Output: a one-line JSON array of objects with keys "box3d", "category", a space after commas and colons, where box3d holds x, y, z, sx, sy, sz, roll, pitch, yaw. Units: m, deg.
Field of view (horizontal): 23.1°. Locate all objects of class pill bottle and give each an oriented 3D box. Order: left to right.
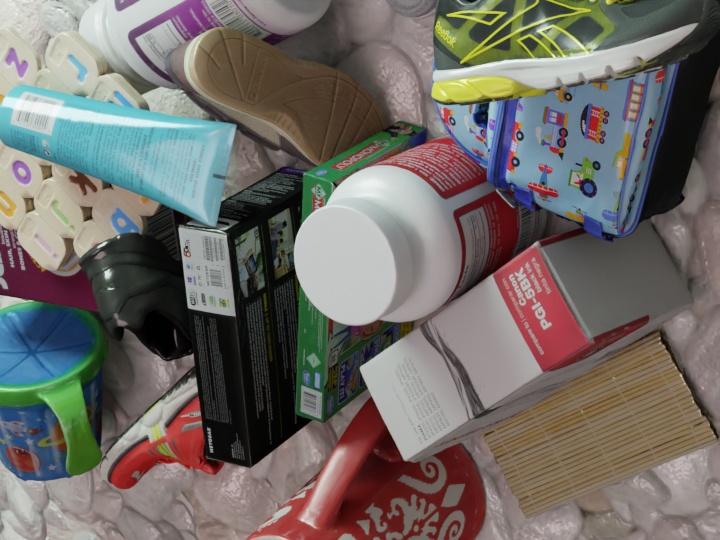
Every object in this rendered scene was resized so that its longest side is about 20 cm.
[{"box3d": [-0.125, -0.207, 1.361, 0.199, 0.112, 0.113, -21, 98, 39], "category": "pill bottle"}, {"box3d": [0.043, -0.029, 1.261, 0.112, 0.200, 0.113, 12, 112, 31], "category": "pill bottle"}]

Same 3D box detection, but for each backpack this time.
[{"box3d": [0.132, -0.134, 1.201, 0.199, 0.134, 0.184, 28, 123, 25], "category": "backpack"}]

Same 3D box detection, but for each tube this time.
[{"box3d": [-0.186, -0.096, 1.345, 0.199, 0.050, 0.078, 17, 107, 25], "category": "tube"}]

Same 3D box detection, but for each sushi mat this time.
[{"box3d": [0.177, 0.122, 1.361, 0.200, 0.012, 0.096, -30, 93, 39], "category": "sushi mat"}]

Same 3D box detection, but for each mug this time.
[{"box3d": [-0.012, 0.195, 1.405, 0.133, 0.200, 0.179, -9, 105, 38], "category": "mug"}]

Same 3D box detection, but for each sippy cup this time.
[{"box3d": [-0.294, 0.118, 1.621, 0.139, 0.178, 0.131, 0, 126, 5], "category": "sippy cup"}]

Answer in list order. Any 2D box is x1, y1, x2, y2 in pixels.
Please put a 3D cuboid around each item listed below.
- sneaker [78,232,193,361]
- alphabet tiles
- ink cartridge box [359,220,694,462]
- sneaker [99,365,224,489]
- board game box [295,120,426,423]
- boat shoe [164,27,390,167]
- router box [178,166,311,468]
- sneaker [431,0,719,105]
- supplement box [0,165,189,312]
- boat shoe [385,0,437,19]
[{"box3d": [-0.141, 0.033, 1.422, 0.076, 0.199, 0.091, -34, 60, 36], "category": "sneaker"}, {"box3d": [-0.243, -0.094, 1.423, 0.196, 0.015, 0.200, 44, 128, 10], "category": "alphabet tiles"}, {"box3d": [0.118, 0.048, 1.277, 0.200, 0.146, 0.083, -37, 76, 39], "category": "ink cartridge box"}, {"box3d": [-0.163, 0.156, 1.576, 0.085, 0.077, 0.200, 47, 130, -1], "category": "sneaker"}, {"box3d": [0.000, 0.000, 1.351, 0.029, 0.134, 0.201, 18, 120, 28], "category": "board game box"}, {"box3d": [-0.060, -0.127, 1.329, 0.065, 0.199, 0.072, 12, 82, 51], "category": "boat shoe"}, {"box3d": [-0.074, 0.036, 1.409, 0.051, 0.149, 0.201, 9, 115, 31], "category": "router box"}, {"box3d": [0.121, -0.152, 1.070, 0.199, 0.074, 0.085, -8, 95, 34], "category": "sneaker"}, {"box3d": [-0.254, -0.048, 1.528, 0.199, 0.103, 0.132, 7, 115, 33], "category": "supplement box"}, {"box3d": [0.004, -0.275, 1.270, 0.074, 0.065, 0.203, -12, 103, 38], "category": "boat shoe"}]
